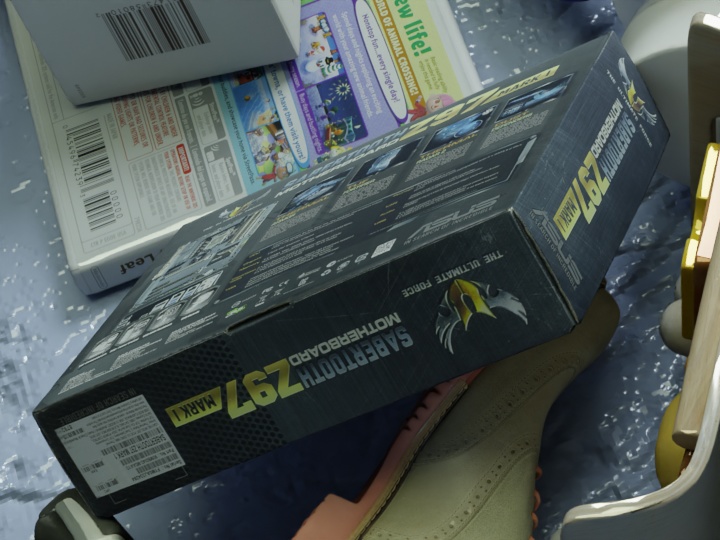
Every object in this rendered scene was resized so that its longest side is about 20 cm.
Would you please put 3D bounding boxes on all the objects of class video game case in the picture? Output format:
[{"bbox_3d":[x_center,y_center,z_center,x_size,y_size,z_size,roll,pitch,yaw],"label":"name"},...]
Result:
[{"bbox_3d":[-0.054,-0.097,1.096,0.181,0.022,0.201,-21,50,2],"label":"video game case"}]

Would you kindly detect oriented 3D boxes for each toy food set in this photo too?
[{"bbox_3d":[0.101,0.033,0.865,0.060,0.144,0.201,8,57,13],"label":"toy food set"}]

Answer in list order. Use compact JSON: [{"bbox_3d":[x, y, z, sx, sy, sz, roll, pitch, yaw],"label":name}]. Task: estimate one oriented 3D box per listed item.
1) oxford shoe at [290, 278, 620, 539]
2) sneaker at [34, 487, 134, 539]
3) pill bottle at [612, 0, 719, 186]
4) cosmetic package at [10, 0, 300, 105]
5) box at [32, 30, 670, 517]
[{"bbox_3d":[0.037,0.083,0.916,0.074,0.071,0.200,39,70,9],"label":"oxford shoe"},{"bbox_3d":[-0.093,0.170,0.875,0.115,0.075,0.200,-34,52,-6],"label":"sneaker"},{"bbox_3d":[0.160,-0.134,0.993,0.119,0.120,0.201,4,56,20],"label":"pill bottle"},{"bbox_3d":[-0.084,-0.178,1.099,0.107,0.085,0.201,-12,52,12],"label":"cosmetic package"},{"bbox_3d":[0.000,0.000,0.906,0.199,0.051,0.158,-23,18,26],"label":"box"}]
